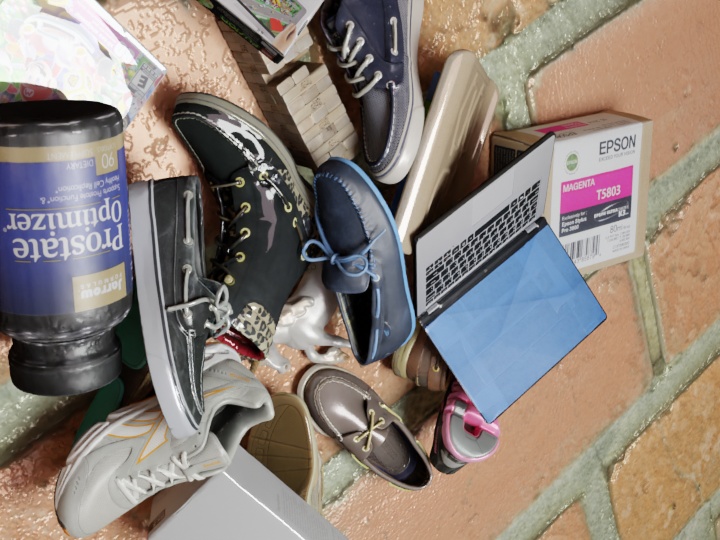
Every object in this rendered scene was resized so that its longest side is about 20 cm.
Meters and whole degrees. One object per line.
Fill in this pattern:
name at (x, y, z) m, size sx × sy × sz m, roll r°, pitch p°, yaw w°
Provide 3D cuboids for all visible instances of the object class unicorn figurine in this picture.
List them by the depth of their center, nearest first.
unicorn figurine at (-0.040, 0.041, 0.943) m, size 0.136 × 0.073 × 0.203 m, roll 30°, pitch 71°, yaw -32°

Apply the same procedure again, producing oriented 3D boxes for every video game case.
video game case at (-0.256, -0.121, 0.747) m, size 0.143 × 0.018 × 0.202 m, roll 41°, pitch 78°, yaw -39°

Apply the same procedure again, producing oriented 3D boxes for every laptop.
laptop at (0.155, 0.010, 0.953) m, size 0.186 × 0.116 × 0.202 m, roll -37°, pitch 150°, yaw -21°

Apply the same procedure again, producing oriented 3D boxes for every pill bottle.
pill bottle at (-0.225, -0.018, 0.721) m, size 0.110 × 0.111 × 0.204 m, roll -13°, pitch 112°, yaw -34°

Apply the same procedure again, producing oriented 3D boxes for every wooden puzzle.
wooden puzzle at (0.076, -0.113, 0.953) m, size 0.200 × 0.046 × 0.189 m, roll -6°, pitch 114°, yaw -73°

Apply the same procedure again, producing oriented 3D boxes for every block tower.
block tower at (-0.068, -0.178, 0.853) m, size 0.054 × 0.057 × 0.202 m, roll -40°, pitch 123°, yaw -20°

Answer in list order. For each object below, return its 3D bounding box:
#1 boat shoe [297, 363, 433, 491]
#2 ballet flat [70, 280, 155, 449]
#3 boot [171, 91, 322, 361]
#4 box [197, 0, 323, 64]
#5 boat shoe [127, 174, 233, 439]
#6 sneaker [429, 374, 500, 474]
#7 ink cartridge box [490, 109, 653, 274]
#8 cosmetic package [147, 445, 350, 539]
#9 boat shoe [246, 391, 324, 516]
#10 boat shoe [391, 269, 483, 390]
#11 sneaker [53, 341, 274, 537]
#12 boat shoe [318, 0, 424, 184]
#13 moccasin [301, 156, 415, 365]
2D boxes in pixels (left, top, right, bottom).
boat shoe at (0.009, 0.167, 1.019) m, size 0.072 × 0.059 × 0.200 m, roll -51°, pitch 128°, yaw -13°
ballet flat at (-0.184, 0.090, 0.842) m, size 0.072 × 0.067 × 0.204 m, roll 17°, pitch 96°, yaw -47°
boot at (-0.109, -0.034, 0.830) m, size 0.204 × 0.072 × 0.156 m, roll 48°, pitch 56°, yaw -41°
box at (-0.110, -0.268, 0.754) m, size 0.199 × 0.035 × 0.111 m, roll 37°, pitch 80°, yaw -14°
boat shoe at (-0.134, 0.026, 0.762) m, size 0.067 × 0.074 × 0.204 m, roll -9°, pitch 78°, yaw -3°
sneaker at (0.120, 0.138, 1.076) m, size 0.202 × 0.078 × 0.096 m, roll -63°, pitch 179°, yaw -40°
ink cartridge box at (0.241, -0.083, 1.112) m, size 0.197 × 0.075 × 0.168 m, roll -15°, pitch 114°, yaw -32°
cosmetic package at (-0.092, 0.257, 0.909) m, size 0.101 × 0.074 × 0.200 m, roll -41°, pitch 109°, yaw 9°
boat shoe at (-0.069, 0.207, 0.974) m, size 0.065 × 0.071 × 0.204 m, roll -53°, pitch 142°, yaw -65°
boat shoe at (0.104, 0.032, 1.032) m, size 0.203 × 0.067 × 0.072 m, roll -65°, pitch 157°, yaw 0°
sneaker at (-0.156, 0.146, 0.790) m, size 0.200 × 0.091 × 0.076 m, roll -44°, pitch 140°, yaw -20°
boat shoe at (0.003, -0.183, 0.873) m, size 0.091 × 0.074 × 0.204 m, roll 15°, pitch 67°, yaw -34°
moccasin at (0.000, 0.000, 0.865) m, size 0.068 × 0.080 × 0.203 m, roll -39°, pitch 122°, yaw -31°
